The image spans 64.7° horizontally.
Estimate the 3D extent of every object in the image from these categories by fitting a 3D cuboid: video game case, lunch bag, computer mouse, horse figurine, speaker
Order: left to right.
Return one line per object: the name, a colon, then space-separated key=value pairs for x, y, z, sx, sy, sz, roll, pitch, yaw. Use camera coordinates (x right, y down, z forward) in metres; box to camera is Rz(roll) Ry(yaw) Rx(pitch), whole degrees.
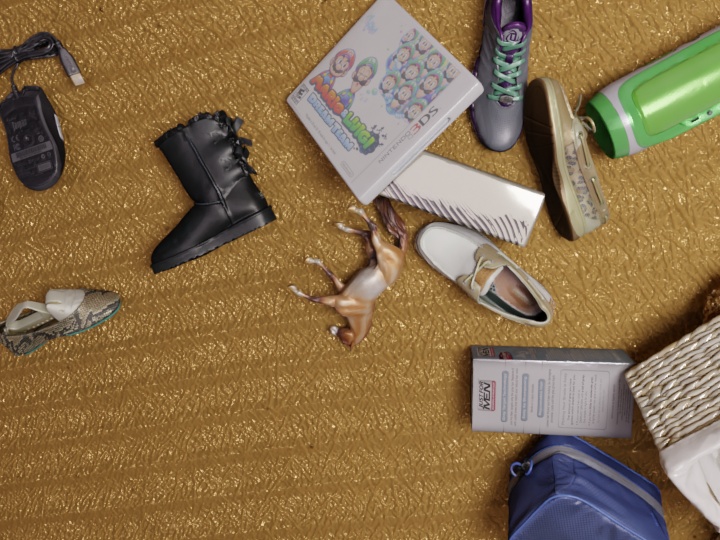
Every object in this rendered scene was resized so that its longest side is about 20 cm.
computer mouse: x=-0.431 y=-0.220 z=0.786 sx=0.139 sy=0.046 sz=0.202 roll=-21 pitch=92 yaw=7
horse figurine: x=0.000 y=0.000 z=0.749 sx=0.132 sy=0.050 sz=0.201 roll=37 pitch=98 yaw=-12
video game case: x=0.018 y=-0.208 z=0.674 sx=0.182 sy=0.024 sz=0.201 roll=-43 pitch=59 yaw=14
lunch bag: x=0.279 y=0.306 z=0.726 sx=0.199 sy=0.133 sz=0.137 roll=32 pitch=119 yaw=1
speaker: x=0.364 y=-0.206 z=0.640 sx=0.198 sy=0.088 sz=0.089 roll=-27 pitch=96 yaw=13

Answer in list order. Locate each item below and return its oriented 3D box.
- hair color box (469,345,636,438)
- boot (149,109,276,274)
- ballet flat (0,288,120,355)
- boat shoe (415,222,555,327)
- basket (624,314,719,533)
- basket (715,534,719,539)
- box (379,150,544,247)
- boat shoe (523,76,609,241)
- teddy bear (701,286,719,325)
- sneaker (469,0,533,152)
hair color box: x=0.243 y=0.155 z=0.738 sx=0.197 sy=0.061 sz=0.101 roll=0 pitch=100 yaw=8
boot: x=-0.221 y=-0.105 z=0.756 sx=0.196 sy=0.073 sz=0.164 roll=-25 pitch=98 yaw=5
ballet flat: x=-0.447 y=0.066 z=0.819 sx=0.198 sy=0.068 sz=0.076 roll=-21 pitch=134 yaw=14
boat shoe: x=0.159 y=0.002 z=0.718 sx=0.198 sy=0.068 sz=0.075 roll=30 pitch=103 yaw=3
basket: x=0.431 y=0.167 z=0.608 sx=0.198 sy=0.161 sz=0.200 roll=43 pitch=112 yaw=-16
basket: x=0.538 y=0.348 z=0.686 sx=0.174 sy=0.139 sz=0.202 roll=17 pitch=112 yaw=6
box: x=0.118 y=-0.098 z=0.701 sx=0.198 sy=0.082 sz=0.069 roll=20 pitch=104 yaw=6
boat shoe: x=0.246 y=-0.135 z=0.675 sx=0.062 sy=0.073 sz=0.202 roll=-23 pitch=116 yaw=-2
teddy bear: x=0.498 y=0.080 z=0.690 sx=0.197 sy=0.067 sz=0.147 roll=12 pitch=111 yaw=0
sneaker: x=0.164 y=-0.242 z=0.662 sx=0.073 sy=0.088 sz=0.203 roll=1 pitch=100 yaw=9
